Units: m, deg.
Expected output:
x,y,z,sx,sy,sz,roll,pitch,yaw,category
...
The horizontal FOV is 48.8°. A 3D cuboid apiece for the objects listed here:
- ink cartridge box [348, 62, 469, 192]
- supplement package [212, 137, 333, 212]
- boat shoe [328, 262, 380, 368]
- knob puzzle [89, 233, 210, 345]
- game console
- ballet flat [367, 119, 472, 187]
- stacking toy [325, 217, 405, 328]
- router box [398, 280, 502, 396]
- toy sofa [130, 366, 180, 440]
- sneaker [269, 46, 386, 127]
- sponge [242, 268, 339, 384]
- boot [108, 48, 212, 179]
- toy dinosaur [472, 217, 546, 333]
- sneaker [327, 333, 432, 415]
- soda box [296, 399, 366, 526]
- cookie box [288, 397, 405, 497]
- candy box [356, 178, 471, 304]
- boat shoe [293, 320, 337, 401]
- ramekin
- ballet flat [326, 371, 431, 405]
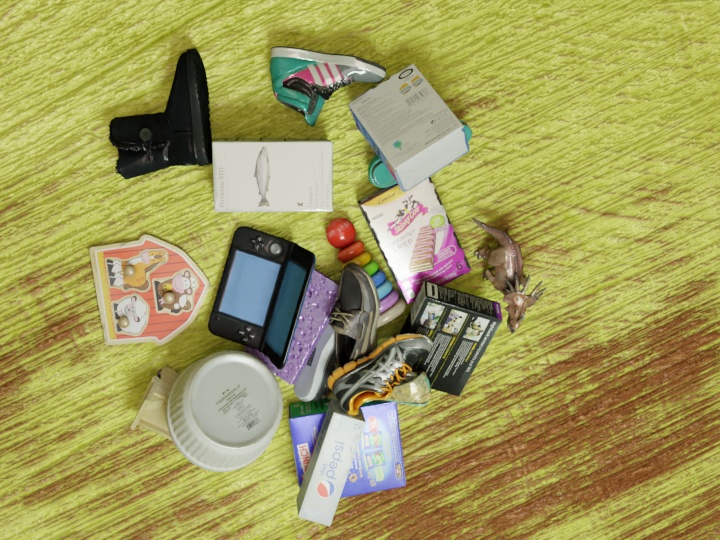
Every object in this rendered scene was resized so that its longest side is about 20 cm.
x,y,z,sx,sy,sz,roll,pitch,yaw,category
0.072,-0.249,1.321,0.135,0.077,0.201,-31,61,-2,ink cartridge box
-0.147,-0.162,1.338,0.196,0.117,0.119,-1,102,-6,supplement package
-0.013,0.087,1.365,0.073,0.074,0.203,-30,125,-40,boat shoe
-0.364,0.037,1.395,0.216,0.030,0.224,-1,101,-7,knob puzzle
-0.171,0.042,1.351,0.168,0.118,0.203,18,94,5,game console
0.097,-0.211,1.383,0.198,0.070,0.068,-28,114,-4,ballet flat
0.000,0.000,1.411,0.085,0.085,0.202,-30,99,0,stacking toy
0.147,0.126,1.424,0.147,0.051,0.202,17,126,-10,router box
-0.302,0.268,1.432,0.198,0.098,0.083,28,121,-12,toy sofa
-0.060,-0.302,1.337,0.196,0.084,0.123,8,95,0,sneaker
-0.119,0.091,1.416,0.111,0.030,0.202,31,97,12,sponge
-0.336,-0.259,1.314,0.165,0.076,0.204,-6,87,5,boot
0.265,-0.006,1.411,0.085,0.136,0.203,-20,102,-2,toy dinosaur
0.041,0.177,1.363,0.198,0.078,0.078,-32,146,11,sneaker
-0.053,0.337,1.396,0.062,0.068,0.203,17,98,-10,soda box
-0.026,0.323,1.470,0.196,0.075,0.174,-8,102,-6,cookie box
0.096,-0.062,1.417,0.135,0.061,0.202,-27,103,-1,candy box
-0.063,0.142,1.442,0.056,0.068,0.203,20,92,-45,boat shoe
-0.225,0.232,1.353,0.197,0.105,0.203,9,65,-21,ramekin
0.031,0.203,1.427,0.197,0.071,0.072,-1,103,20,ballet flat
